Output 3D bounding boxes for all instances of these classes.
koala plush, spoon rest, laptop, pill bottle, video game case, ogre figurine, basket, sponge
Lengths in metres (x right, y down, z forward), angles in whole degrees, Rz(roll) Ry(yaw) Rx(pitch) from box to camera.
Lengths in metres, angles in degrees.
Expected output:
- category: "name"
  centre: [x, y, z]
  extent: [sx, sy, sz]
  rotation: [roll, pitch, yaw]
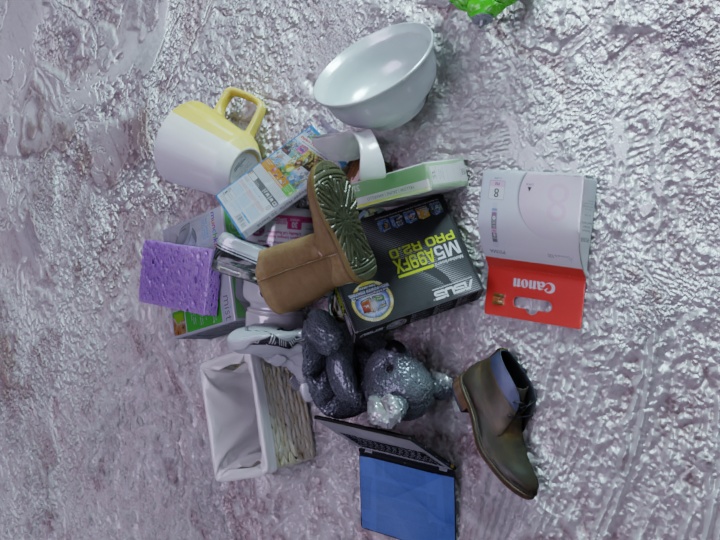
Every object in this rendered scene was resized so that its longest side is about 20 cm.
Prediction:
- category: "koala plush"
  centre: [0.031, 0.158, 1.444]
  extent: [0.199, 0.176, 0.186]
  rotation: [22, 115, 39]
- category: "spoon rest"
  centre: [-0.011, -0.186, 1.458]
  extent: [0.200, 0.098, 0.061]
  rotation: [-134, 41, -63]
- category: "laptop"
  centre: [0.036, 0.315, 1.450]
  extent: [0.186, 0.200, 0.117]
  rotation: [4, 65, 40]
- category: "pill bottle"
  centre: [-0.135, -0.003, 1.618]
  extent: [0.112, 0.113, 0.203]
  rotation: [7, 94, 41]
- category: "video game case"
  centre: [-0.130, -0.144, 1.580]
  extent: [0.199, 0.018, 0.143]
  rotation: [-37, 37, -3]
- category: "ogre figurine"
  centre: [0.164, -0.420, 1.379]
  extent: [0.200, 0.098, 0.120]
  rotation: [46, 106, 19]
- category: "basket"
  centre: [-0.169, 0.237, 1.636]
  extent: [0.135, 0.123, 0.203]
  rotation: [-18, 77, 40]
- category: "sponge"
  centre: [-0.314, 0.011, 1.706]
  extent: [0.199, 0.030, 0.113]
  rotation: [8, 94, 44]

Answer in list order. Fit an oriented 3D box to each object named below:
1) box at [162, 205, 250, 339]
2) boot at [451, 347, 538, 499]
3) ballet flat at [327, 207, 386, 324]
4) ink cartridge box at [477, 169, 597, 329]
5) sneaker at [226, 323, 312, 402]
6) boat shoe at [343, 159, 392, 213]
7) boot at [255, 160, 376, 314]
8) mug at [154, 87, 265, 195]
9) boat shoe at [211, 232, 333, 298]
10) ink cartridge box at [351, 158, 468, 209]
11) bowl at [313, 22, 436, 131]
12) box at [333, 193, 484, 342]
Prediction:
- category: "box"
  centre: [-0.249, 0.008, 1.732]
  extent: [0.175, 0.096, 0.203]
  rotation: [-16, 78, 42]
- category: "boot"
  centre: [0.203, 0.204, 1.343]
  extent: [0.097, 0.074, 0.201]
  rotation: [-48, 58, 33]
- category: "ballet flat"
  centre: [0.000, 0.000, 1.525]
  extent: [0.074, 0.074, 0.202]
  rotation: [32, 115, 37]
- category: "ink cartridge box"
  centre: [0.232, -0.032, 1.341]
  extent: [0.161, 0.057, 0.203]
  rotation: [8, 90, 41]
- category: "sneaker"
  centre: [-0.113, 0.145, 1.553]
  extent: [0.075, 0.197, 0.117]
  rotation: [-154, 65, -65]
- category: "boat shoe"
  centre: [-0.021, -0.095, 1.555]
  extent: [0.068, 0.072, 0.201]
  rotation: [41, 105, 38]
- category: "boot"
  centre: [-0.082, -0.039, 1.359]
  extent: [0.199, 0.066, 0.177]
  rotation: [-18, 90, 47]
- category: "mug"
  centre: [-0.249, -0.215, 1.709]
  extent: [0.152, 0.149, 0.189]
  rotation: [26, 113, 30]
- category: "boat shoe"
  centre: [-0.137, 0.008, 1.534]
  extent: [0.198, 0.072, 0.072]
  rotation: [24, 99, 6]
- category: "ink cartridge box"
  centre: [0.042, -0.117, 1.408]
  extent: [0.144, 0.199, 0.049]
  rotation: [-12, 90, 40]
- category: "bowl"
  centre: [0.036, -0.272, 1.464]
  extent: [0.199, 0.091, 0.202]
  rotation: [-23, 35, 17]
- category: "box"
  centre: [0.055, -0.006, 1.410]
  extent: [0.044, 0.198, 0.162]
  rotation: [97, 153, -67]
